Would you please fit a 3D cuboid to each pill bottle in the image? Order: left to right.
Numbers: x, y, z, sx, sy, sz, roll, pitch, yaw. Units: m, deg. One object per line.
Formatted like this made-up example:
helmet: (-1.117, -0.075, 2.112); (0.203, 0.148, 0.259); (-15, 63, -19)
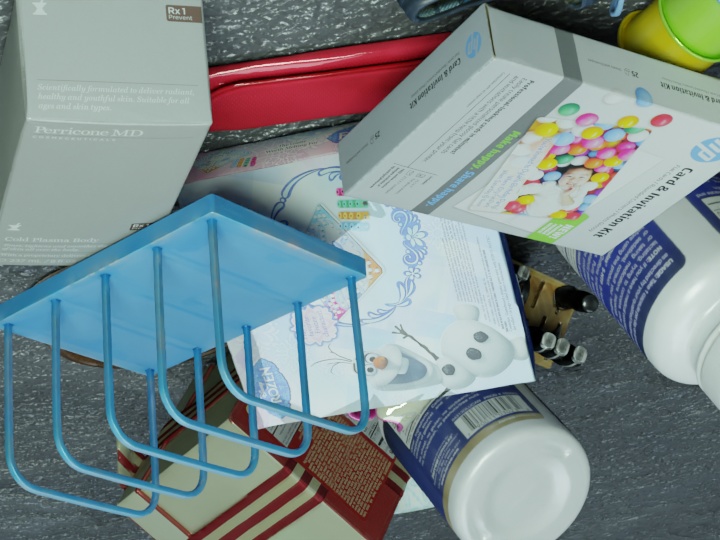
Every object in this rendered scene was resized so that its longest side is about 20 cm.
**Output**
pill bottle: (0.079, 0.118, 1.384); (0.110, 0.200, 0.112); (-10, 119, -20)
pill bottle: (0.225, 0.005, 1.244); (0.119, 0.200, 0.120); (-17, 135, -18)

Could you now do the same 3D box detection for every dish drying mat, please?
dish drying mat: (-0.001, -0.114, 1.129); (0.198, 0.018, 0.077); (-9, 160, -3)

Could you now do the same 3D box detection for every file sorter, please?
file sorter: (-0.110, 0.062, 1.138); (0.199, 0.124, 0.138); (-24, 149, 34)

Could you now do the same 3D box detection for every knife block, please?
knife block: (0.126, 0.034, 1.376); (0.175, 0.064, 0.200); (24, 179, 35)

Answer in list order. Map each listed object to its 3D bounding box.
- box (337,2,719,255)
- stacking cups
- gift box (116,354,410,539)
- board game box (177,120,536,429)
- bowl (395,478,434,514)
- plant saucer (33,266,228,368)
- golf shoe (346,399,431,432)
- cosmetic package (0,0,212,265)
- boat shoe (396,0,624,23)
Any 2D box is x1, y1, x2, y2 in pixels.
box: (0.110, -0.076, 1.088); (0.199, 0.041, 0.156); (11, 147, -32)
stacking cups: (0.227, -0.167, 1.033); (0.060, 0.061, 0.200); (4, 155, -31)
gift box: (-0.080, 0.146, 1.497); (0.187, 0.200, 0.185); (-41, -171, 39)
board game box: (0.000, 0.000, 1.222); (0.197, 0.043, 0.201); (-11, 121, 9)
bowl: (0.035, 0.146, 1.687); (0.198, 0.108, 0.200); (-9, 158, -3)
plant saucer: (-0.159, 0.034, 1.420); (0.199, 0.035, 0.201); (-9, 158, -4)
golf shoe: (-0.009, 0.058, 1.377); (0.075, 0.092, 0.199); (33, 171, -36)
cosmetic package: (-0.156, -0.078, 1.061); (0.106, 0.091, 0.200); (-1, 161, -16)
boat shoe: (0.112, -0.165, 0.977); (0.198, 0.069, 0.084); (-11, 159, 5)
